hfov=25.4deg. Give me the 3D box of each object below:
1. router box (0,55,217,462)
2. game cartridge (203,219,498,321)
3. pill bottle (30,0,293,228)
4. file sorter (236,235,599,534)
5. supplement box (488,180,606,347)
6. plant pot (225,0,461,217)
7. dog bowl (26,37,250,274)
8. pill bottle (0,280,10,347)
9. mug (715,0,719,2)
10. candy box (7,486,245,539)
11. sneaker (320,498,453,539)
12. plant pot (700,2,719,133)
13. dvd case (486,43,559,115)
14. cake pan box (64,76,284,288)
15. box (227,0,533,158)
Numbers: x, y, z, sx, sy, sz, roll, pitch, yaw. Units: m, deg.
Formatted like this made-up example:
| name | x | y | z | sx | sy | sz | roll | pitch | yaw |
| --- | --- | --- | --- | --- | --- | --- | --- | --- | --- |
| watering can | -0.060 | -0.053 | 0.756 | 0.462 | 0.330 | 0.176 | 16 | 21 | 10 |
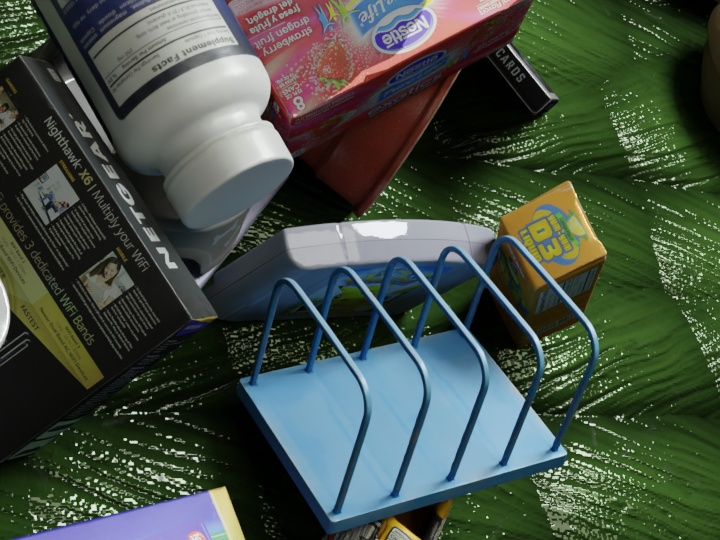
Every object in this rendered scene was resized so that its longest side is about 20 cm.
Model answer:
| name | x | y | z | sx | sy | sz | roll | pitch | yaw |
| --- | --- | --- | --- | --- | --- | --- | --- | --- | --- |
| router box | -0.209 | -0.007 | 1.004 | 0.201 | 0.157 | 0.052 | 56 | 12 | 7 |
| game cartridge | 0.000 | 0.000 | 1.181 | 0.199 | 0.133 | 0.041 | -2 | 68 | -38 |
| pill bottle | -0.126 | -0.132 | 1.035 | 0.111 | 0.111 | 0.201 | -20 | 74 | -44 |
| file sorter | 0.041 | 0.067 | 1.099 | 0.199 | 0.123 | 0.139 | -11 | 45 | -31 |
| supplement box | 0.143 | 0.000 | 1.252 | 0.068 | 0.200 | 0.067 | -24 | 75 | -6 |
| plant pot | -0.031 | -0.178 | 1.249 | 0.195 | 0.201 | 0.201 | 32 | 46 | -6 |
| dog bowl | -0.154 | -0.090 | 1.106 | 0.199 | 0.059 | 0.201 | 20 | 50 | -25 |
| pill bottle | -0.268 | 0.063 | 0.878 | 0.108 | 0.200 | 0.109 | 20 | 51 | -26 |
| mug | 0.435 | -0.366 | 1.774 | 0.153 | 0.149 | 0.188 | 29 | 53 | -30 |
| candy box | -0.144 | 0.236 | 0.947 | 0.199 | 0.077 | 0.170 | -8 | 66 | -42 |
| sneaker | -0.003 | 0.200 | 1.079 | 0.078 | 0.082 | 0.200 | 43 | 45 | -5 |
| plant pot | 0.422 | -0.189 | 1.672 | 0.200 | 0.093 | 0.202 | 21 | 51 | -27 |
| dvd case | 0.119 | -0.201 | 1.417 | 0.151 | 0.025 | 0.200 | 51 | 11 | 1 |
| cake pan box | -0.170 | -0.076 | 1.160 | 0.200 | 0.052 | 0.185 | 41 | 42 | -9 |
| box | 0.012 | -0.171 | 1.112 | 0.199 | 0.100 | 0.096 | -28 | 81 | -12 |
